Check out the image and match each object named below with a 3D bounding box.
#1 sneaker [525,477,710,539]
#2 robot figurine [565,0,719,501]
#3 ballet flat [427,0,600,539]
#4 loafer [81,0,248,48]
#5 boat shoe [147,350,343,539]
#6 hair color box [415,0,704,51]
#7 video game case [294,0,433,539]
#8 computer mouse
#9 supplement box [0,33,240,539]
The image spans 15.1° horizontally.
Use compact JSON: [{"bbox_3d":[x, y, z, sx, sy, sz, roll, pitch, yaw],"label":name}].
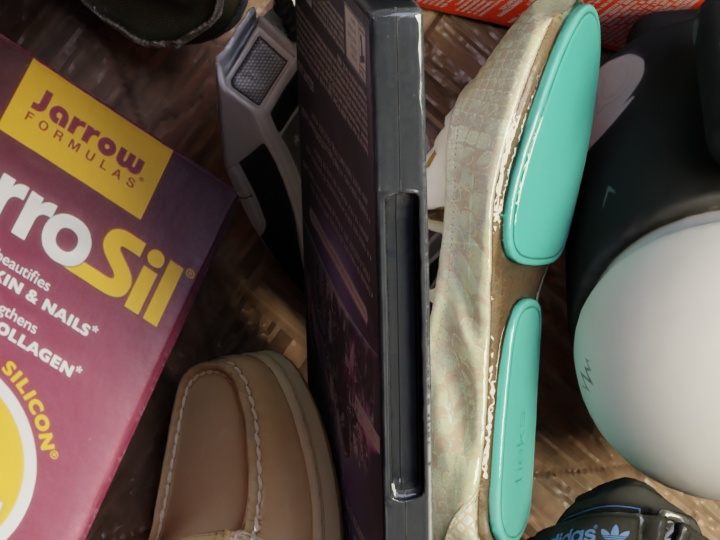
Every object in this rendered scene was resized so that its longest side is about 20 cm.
[{"bbox_3d":[0.063,0.121,0.904,0.200,0.077,0.111,20,64,-44],"label":"sneaker"},{"bbox_3d":[0.136,-0.011,0.968,0.150,0.125,0.200,36,35,-27],"label":"robot figurine"},{"bbox_3d":[0.035,-0.001,0.928,0.067,0.062,0.200,12,88,-67],"label":"ballet flat"},{"bbox_3d":[-0.106,-0.146,0.892,0.200,0.075,0.070,55,31,-28],"label":"loafer"},{"bbox_3d":[-0.053,0.118,0.859,0.069,0.074,0.200,13,67,-33],"label":"boat shoe"},{"bbox_3d":[0.062,-0.154,1.032,0.200,0.064,0.111,10,67,-29],"label":"hair color box"},{"bbox_3d":[0.000,0.000,0.845,0.019,0.143,0.200,-6,110,-9],"label":"video game case"},{"bbox_3d":[-0.026,-0.061,0.923,0.110,0.044,0.200,-44,130,-30],"label":"computer mouse"},{"bbox_3d":[-0.132,0.038,0.833,0.110,0.086,0.200,33,59,-16],"label":"supplement box"}]
